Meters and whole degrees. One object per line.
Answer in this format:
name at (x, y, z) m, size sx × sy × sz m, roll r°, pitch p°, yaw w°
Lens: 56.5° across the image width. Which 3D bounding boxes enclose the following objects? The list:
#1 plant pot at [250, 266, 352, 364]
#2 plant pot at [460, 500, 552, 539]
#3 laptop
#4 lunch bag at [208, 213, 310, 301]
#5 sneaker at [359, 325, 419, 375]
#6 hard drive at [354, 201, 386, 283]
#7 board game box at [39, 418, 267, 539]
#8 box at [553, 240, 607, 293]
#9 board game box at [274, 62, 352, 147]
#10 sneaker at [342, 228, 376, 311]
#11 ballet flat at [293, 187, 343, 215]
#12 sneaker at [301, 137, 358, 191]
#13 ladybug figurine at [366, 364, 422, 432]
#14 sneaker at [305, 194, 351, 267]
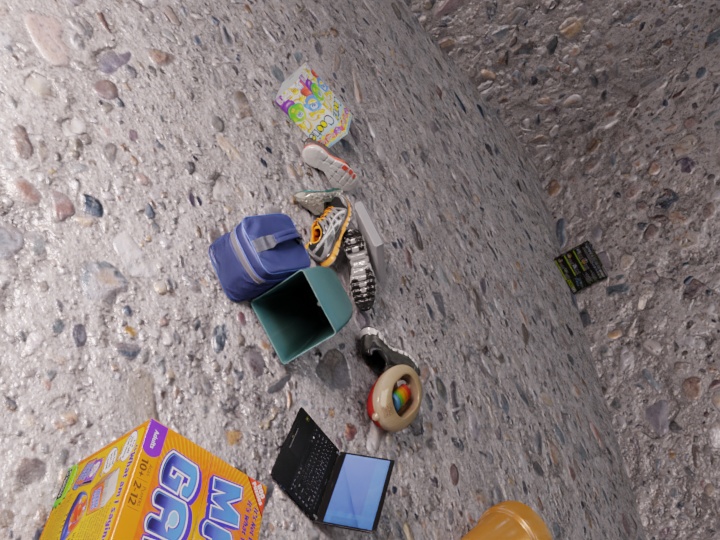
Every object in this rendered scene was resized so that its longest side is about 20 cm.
plant pot at (-0.101, 0.078, 1.406) m, size 0.144 × 0.140 × 0.199 m, roll 61°, pitch 21°, yaw 2°
plant pot at (0.310, 0.649, 1.516) m, size 0.180 × 0.199 × 0.204 m, roll -3°, pitch 65°, yaw -41°
laptop at (-0.047, 0.370, 1.260) m, size 0.201 × 0.102 × 0.178 m, roll 52°, pitch 29°, yaw -15°
lunch bag at (-0.191, -0.033, 1.360) m, size 0.199 × 0.131 × 0.138 m, roll -18°, pitch 79°, yaw -60°
sneaker at (0.067, 0.224, 1.618) m, size 0.199 × 0.066 × 0.092 m, roll 40°, pitch 37°, yaw -26°
hard drive at (0.027, -0.069, 1.717) m, size 0.201 × 0.026 × 0.134 m, roll 80°, pitch -15°, yaw -63°
board game box at (-0.265, 0.348, 0.830) m, size 0.199 × 0.198 × 0.203 m, roll 40°, pitch 35°, yaw -29°
box at (1.098, -0.016, 3.343) m, size 0.203 × 0.191 × 0.047 m, roll 58°, pitch 32°, yaw 0°
board game box at (-0.128, -0.450, 1.860) m, size 0.200 × 0.104 × 0.104 m, roll 43°, pitch 33°, yaw -26°
sneaker at (0.000, 0.000, 1.686) m, size 0.091 × 0.065 × 0.206 m, roll 57°, pitch 21°, yaw -85°
ballet flat at (-0.097, -0.175, 1.709) m, size 0.199 × 0.071 × 0.073 m, roll -16°, pitch 78°, yaw -60°
sneaker at (-0.079, -0.300, 1.840) m, size 0.199 × 0.076 × 0.083 m, roll 38°, pitch 29°, yaw -36°
ladybug figurine at (0.073, 0.294, 1.537) m, size 0.199 × 0.071 × 0.139 m, roll -22°, pitch 96°, yaw -55°
sneaker at (-0.079, -0.109, 1.639) m, size 0.076 × 0.078 × 0.204 m, roll 30°, pitch 54°, yaw -24°
